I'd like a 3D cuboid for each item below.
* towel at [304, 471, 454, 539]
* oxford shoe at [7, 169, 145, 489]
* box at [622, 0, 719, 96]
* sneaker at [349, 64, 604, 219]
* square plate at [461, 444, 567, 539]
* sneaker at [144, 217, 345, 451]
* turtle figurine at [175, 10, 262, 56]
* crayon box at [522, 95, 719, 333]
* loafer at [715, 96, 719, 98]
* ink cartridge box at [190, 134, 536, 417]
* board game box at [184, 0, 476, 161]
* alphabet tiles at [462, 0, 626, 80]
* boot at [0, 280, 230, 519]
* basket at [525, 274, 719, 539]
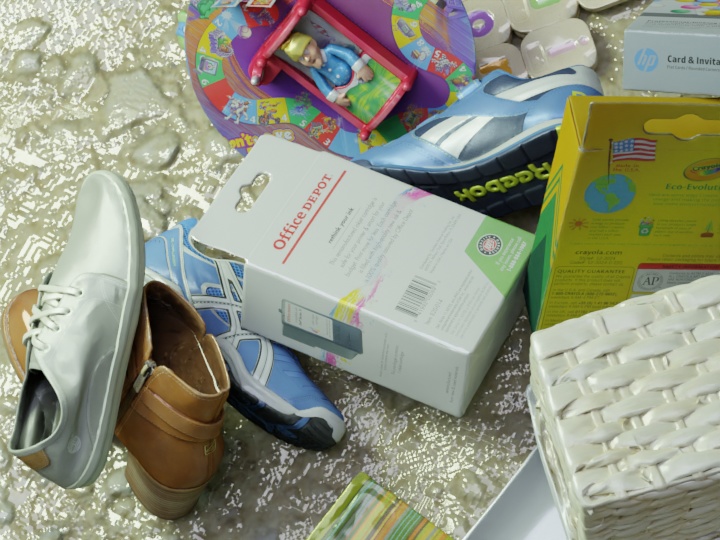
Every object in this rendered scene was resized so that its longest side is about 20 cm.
[{"bbox_3d":[0.049,0.212,1.451,0.200,0.018,0.086,34,85,24],"label":"towel"},{"bbox_3d":[-0.177,0.034,1.447,0.075,0.058,0.201,-4,75,55],"label":"oxford shoe"},{"bbox_3d":[0.258,-0.146,1.465,0.155,0.200,0.041,5,106,16],"label":"box"},{"bbox_3d":[0.078,-0.081,1.539,0.199,0.074,0.082,-12,48,30],"label":"sneaker"},{"bbox_3d":[0.165,0.194,1.450,0.198,0.028,0.200,36,82,23],"label":"square plate"},{"bbox_3d":[-0.079,0.040,1.542,0.200,0.076,0.077,41,76,20],"label":"sneaker"},{"bbox_3d":[-0.089,-0.257,1.617,0.194,0.144,0.200,-44,70,-8],"label":"turtle figurine"},{"bbox_3d":[0.178,-0.040,1.422,0.126,0.200,0.051,1,46,-9],"label":"crayon box"},{"bbox_3d":[0.203,-0.079,1.513,0.200,0.073,0.071,-35,68,0],"label":"loafer"},{"bbox_3d":[0.000,0.000,1.508,0.199,0.067,0.117,23,50,14],"label":"ink cartridge box"},{"bbox_3d":[-0.024,-0.134,1.555,0.199,0.159,0.039,-3,27,13],"label":"board game box"},{"bbox_3d":[0.090,-0.209,1.622,0.195,0.015,0.201,-20,67,7],"label":"alphabet tiles"},{"bbox_3d":[-0.153,0.051,1.510,0.074,0.155,0.200,-34,70,-32],"label":"boot"},{"bbox_3d":[0.206,0.084,1.397,0.199,0.123,0.136,-16,63,1],"label":"basket"}]
